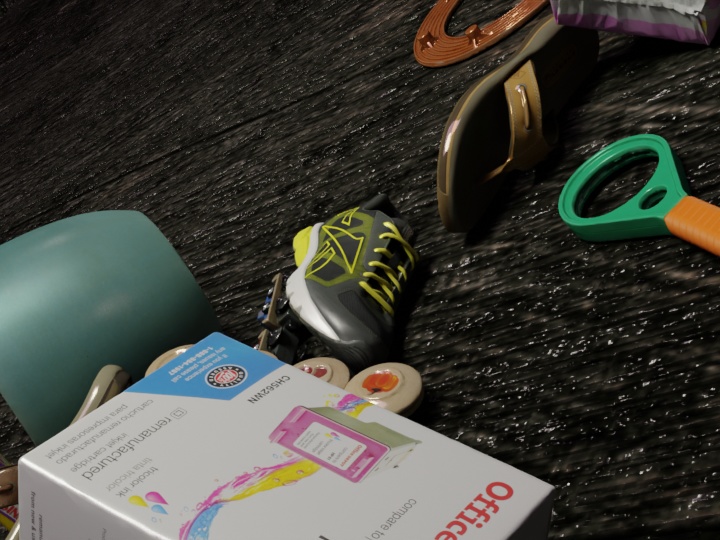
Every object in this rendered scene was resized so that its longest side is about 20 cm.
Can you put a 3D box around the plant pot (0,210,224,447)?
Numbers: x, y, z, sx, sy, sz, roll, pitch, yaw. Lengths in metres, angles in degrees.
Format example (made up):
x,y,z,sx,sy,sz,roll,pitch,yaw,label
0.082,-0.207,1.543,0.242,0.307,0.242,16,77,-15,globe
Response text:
x,y,z,sx,sy,sz,roll,pitch,yaw,label
-0.199,0.049,1.058,0.161,0.201,0.200,-34,22,-14,plant pot

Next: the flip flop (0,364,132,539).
x,y,z,sx,sy,sz,roll,pitch,yaw,label
-0.222,0.141,0.920,0.200,0.057,0.081,-57,5,-7,flip flop

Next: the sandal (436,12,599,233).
x,y,z,sx,sy,sz,roll,pitch,yaw,label
0.118,-0.108,0.990,0.054,0.080,0.200,20,58,40,sandal

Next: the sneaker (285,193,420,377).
x,y,z,sx,sy,sz,roll,pitch,yaw,label
0.000,0.000,0.970,0.085,0.075,0.200,-37,24,11,sneaker

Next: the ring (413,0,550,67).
x,y,z,sx,sy,sz,roll,pitch,yaw,label
0.125,-0.259,1.282,0.200,0.019,0.201,-33,25,18,ring

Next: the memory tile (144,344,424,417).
x,y,z,sx,sy,sz,roll,pitch,yaw,label
-0.071,0.100,0.853,0.199,0.017,0.153,3,39,28,memory tile

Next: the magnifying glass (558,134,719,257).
x,y,z,sx,sy,sz,roll,pitch,yaw,label
0.179,-0.037,0.831,0.080,0.022,0.200,-43,22,-3,magnifying glass

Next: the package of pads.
x,y,z,sx,sy,sz,roll,pitch,yaw,label
0.223,-0.249,1.003,0.120,0.076,0.200,15,55,25,package of pads

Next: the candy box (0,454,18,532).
x,y,z,sx,sy,sz,roll,pitch,yaw,label
-0.286,0.133,1.028,0.026,0.200,0.102,-44,24,-10,candy box

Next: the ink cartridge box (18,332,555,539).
x,y,z,sx,sy,sz,roll,pitch,yaw,label
-0.032,0.123,0.640,0.200,0.085,0.144,23,34,25,ink cartridge box

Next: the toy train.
x,y,z,sx,sy,sz,roll,pitch,yaw,label
-0.063,0.067,1.009,0.046,0.034,0.200,-42,21,33,toy train
